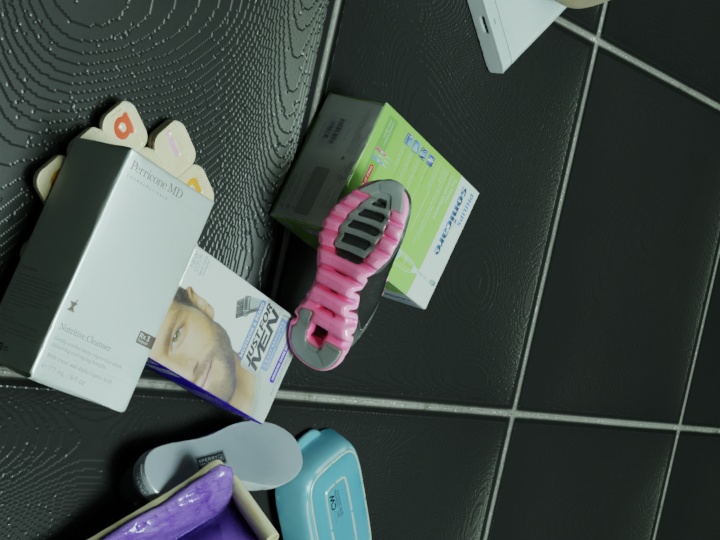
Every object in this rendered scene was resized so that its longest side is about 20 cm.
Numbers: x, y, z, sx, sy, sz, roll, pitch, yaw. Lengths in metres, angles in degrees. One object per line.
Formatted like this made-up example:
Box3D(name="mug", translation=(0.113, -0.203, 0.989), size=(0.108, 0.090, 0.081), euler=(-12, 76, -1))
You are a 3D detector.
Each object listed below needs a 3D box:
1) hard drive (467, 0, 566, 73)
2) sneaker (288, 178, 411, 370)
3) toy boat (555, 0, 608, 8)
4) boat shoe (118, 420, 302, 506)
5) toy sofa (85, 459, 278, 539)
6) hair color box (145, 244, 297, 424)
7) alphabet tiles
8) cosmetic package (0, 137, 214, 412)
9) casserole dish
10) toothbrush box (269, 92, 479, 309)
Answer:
Box3D(name="hard drive", translation=(0.199, -0.345, 1.537), size=(0.200, 0.027, 0.132), euler=(-47, 132, -31))
Box3D(name="sneaker", translation=(0.000, 0.000, 1.262), size=(0.095, 0.079, 0.201), euler=(-11, 131, -62))
Box3D(name="toy boat", translation=(0.249, -0.393, 1.490), size=(0.200, 0.130, 0.131), euler=(23, 53, -49))
Box3D(name="boat shoe", translation=(-0.146, 0.195, 1.257), size=(0.199, 0.066, 0.070), euler=(-8, 74, -47))
Box3D(name="toy sofa", translation=(-0.176, 0.266, 1.164), size=(0.199, 0.083, 0.098), euler=(-29, 142, -19))
Box3D(name="hair color box", translation=(-0.141, 0.058, 1.212), size=(0.200, 0.065, 0.110), euler=(39, 71, -51))
Box3D(name="alphabet tiles", translation=(-0.211, -0.041, 1.152), size=(0.200, 0.015, 0.196), euler=(-47, 134, -30))
Box3D(name="cosmetic package", translation=(-0.218, 0.003, 1.082), size=(0.113, 0.081, 0.201), euler=(31, 79, -49))
Box3D(name="casserole dish", translation=(-0.034, 0.269, 1.418), size=(0.121, 0.039, 0.201), euler=(-36, 124, -46))
Box3D(name="toothbrush box", translation=(0.019, -0.070, 1.357), size=(0.200, 0.086, 0.146), euler=(36, 75, -47))
